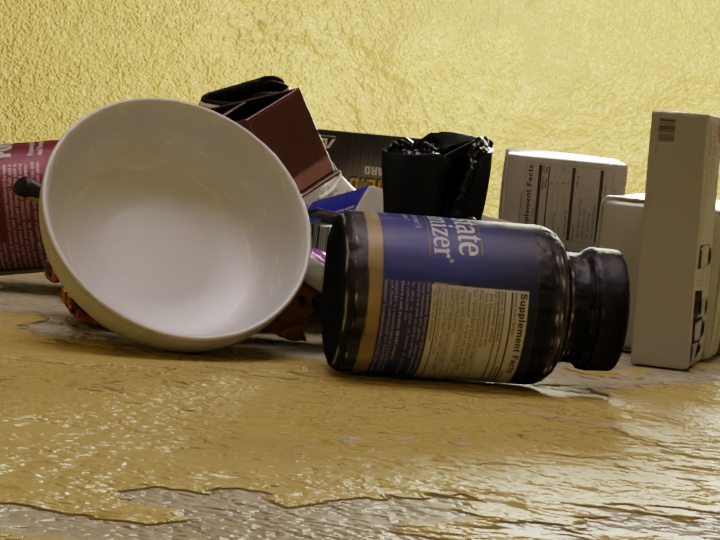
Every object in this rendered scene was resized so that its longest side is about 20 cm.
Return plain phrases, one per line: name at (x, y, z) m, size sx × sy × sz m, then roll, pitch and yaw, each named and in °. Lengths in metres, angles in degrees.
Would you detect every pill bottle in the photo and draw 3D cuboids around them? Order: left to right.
pill bottle at (-0.318, -0.052, 1.763) m, size 0.199 × 0.115 × 0.114 m, roll -5°, pitch 5°, yaw -3°
pill bottle at (0.078, 0.021, 1.401) m, size 0.199 × 0.112 × 0.112 m, roll 4°, pitch 5°, yaw -9°

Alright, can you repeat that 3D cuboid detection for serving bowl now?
serving bowl at (-0.138, -0.023, 1.456) m, size 0.200 × 0.201 × 0.066 m, roll 3°, pitch -32°, yaw -25°

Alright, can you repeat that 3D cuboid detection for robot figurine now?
robot figurine at (-0.141, 0.016, 1.550) m, size 0.199 × 0.058 × 0.145 m, roll 5°, pitch 4°, yaw -14°

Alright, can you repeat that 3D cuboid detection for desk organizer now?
desk organizer at (-0.118, -0.087, 1.655) m, size 0.200 × 0.077 × 0.072 m, roll -8°, pitch 21°, yaw 47°

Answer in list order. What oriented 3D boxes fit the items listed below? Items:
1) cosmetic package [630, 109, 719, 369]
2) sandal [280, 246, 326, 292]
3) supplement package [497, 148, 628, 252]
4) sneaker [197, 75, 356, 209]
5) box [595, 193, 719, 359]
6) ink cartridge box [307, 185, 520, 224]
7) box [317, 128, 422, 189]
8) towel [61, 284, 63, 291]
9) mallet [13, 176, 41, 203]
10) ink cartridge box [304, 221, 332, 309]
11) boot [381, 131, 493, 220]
cosmetic package at (0.254, -0.026, 1.626) m, size 0.050 × 0.201 × 0.083 m, roll 6°, pitch 5°, yaw 15°
sandal at (0.019, 0.012, 1.562) m, size 0.082 × 0.050 × 0.202 m, roll 39°, pitch 9°, yaw 36°
supplement package at (0.183, -0.032, 1.906) m, size 0.111 × 0.156 × 0.200 m, roll 5°, pitch 5°, yaw 3°
sneaker at (-0.057, -0.093, 1.740) m, size 0.200 × 0.116 × 0.076 m, roll 22°, pitch 38°, yaw 3°
box at (0.274, 0.001, 1.769) m, size 0.109 × 0.128 × 0.200 m, roll 7°, pitch 6°, yaw 18°
ink cartridge box at (0.028, -0.037, 1.694) m, size 0.200 × 0.037 × 0.095 m, roll 11°, pitch -12°, yaw -30°
box at (0.015, -0.054, 1.986) m, size 0.199 × 0.159 × 0.048 m, roll 8°, pitch 3°, yaw 24°
towel at (-0.182, 0.013, 1.775) m, size 0.146 × 0.022 × 0.200 m, roll 5°, pitch 4°, yaw -4°
mallet at (-0.182, -0.034, 1.611) m, size 0.066 × 0.041 × 0.200 m, roll -3°, pitch -20°, yaw 39°
ink cartridge box at (0.000, 0.000, 1.706) m, size 0.196 × 0.043 × 0.200 m, roll 5°, pitch -10°, yaw -3°
boot at (0.086, -0.017, 1.526) m, size 0.076 × 0.169 × 0.200 m, roll 11°, pitch 7°, yaw 43°
